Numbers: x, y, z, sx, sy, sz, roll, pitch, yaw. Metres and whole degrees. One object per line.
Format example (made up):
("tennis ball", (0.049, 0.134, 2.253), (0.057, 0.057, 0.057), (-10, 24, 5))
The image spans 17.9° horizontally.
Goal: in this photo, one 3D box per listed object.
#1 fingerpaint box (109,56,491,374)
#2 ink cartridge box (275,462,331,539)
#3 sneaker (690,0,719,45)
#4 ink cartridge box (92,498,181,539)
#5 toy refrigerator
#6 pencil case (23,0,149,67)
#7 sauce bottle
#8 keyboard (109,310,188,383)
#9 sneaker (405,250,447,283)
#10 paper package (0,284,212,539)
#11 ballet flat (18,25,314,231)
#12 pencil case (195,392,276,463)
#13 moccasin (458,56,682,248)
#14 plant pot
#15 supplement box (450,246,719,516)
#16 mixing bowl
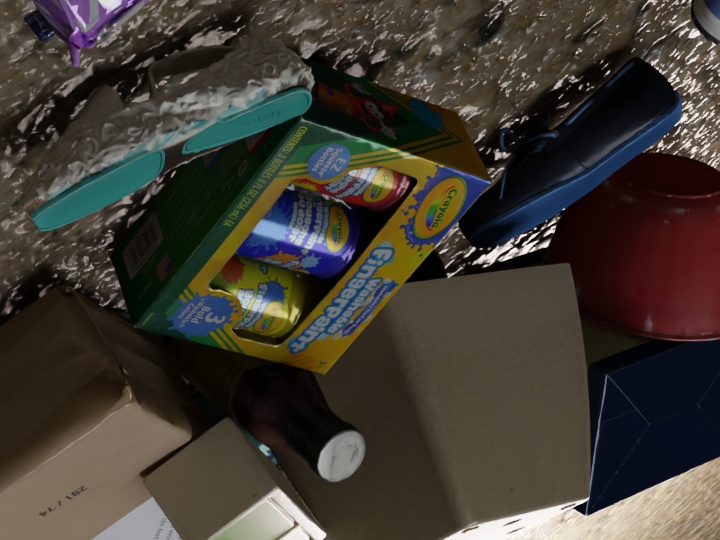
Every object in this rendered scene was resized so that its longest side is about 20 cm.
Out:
("fingerpaint box", (-0.040, -0.033, 1.512), (0.166, 0.074, 0.200), (16, 127, -39))
("ink cartridge box", (-0.049, 0.195, 1.929), (0.200, 0.145, 0.083), (-14, 150, -45))
("sneaker", (0.350, -0.239, 1.761), (0.200, 0.076, 0.077), (-30, 162, -20))
("ink cartridge box", (-0.180, 0.222, 1.747), (0.199, 0.043, 0.197), (13, 112, -28))
("toy refrigerator", (-0.085, 0.174, 1.635), (0.076, 0.070, 0.200), (-36, 162, -3))
("pencil case", (-0.091, -0.190, 1.174), (0.200, 0.086, 0.084), (-35, 160, -8))
("sauce bottle", (-0.066, 0.085, 1.608), (0.066, 0.200, 0.066), (-20, 126, -30))
("keyboard", (-0.161, 0.057, 1.670), (0.056, 0.011, 0.200), (-48, 157, 12))
("sneaker", (-0.002, -0.002, 1.687), (0.199, 0.060, 0.105), (-13, 130, -46))
("paper package", (-0.221, 0.121, 1.557), (0.200, 0.104, 0.191), (-35, 159, 6))
("ballet flat", (-0.123, -0.089, 1.359), (0.199, 0.072, 0.072), (-25, 156, -21))
("pencil case", (-0.142, 0.163, 1.805), (0.200, 0.085, 0.092), (-37, 142, 1))
("moccasin", (0.155, -0.092, 1.777), (0.200, 0.068, 0.081), (-33, 166, -7))
("plant pot", (0.058, 0.121, 1.718), (0.199, 0.178, 0.200), (-7, 162, -42))
("supplement box", (0.193, 0.083, 1.948), (0.199, 0.199, 0.135), (-17, 122, -40))
("mixing bowl", (0.252, -0.032, 1.920), (0.200, 0.200, 0.109), (-17, 122, -41))
